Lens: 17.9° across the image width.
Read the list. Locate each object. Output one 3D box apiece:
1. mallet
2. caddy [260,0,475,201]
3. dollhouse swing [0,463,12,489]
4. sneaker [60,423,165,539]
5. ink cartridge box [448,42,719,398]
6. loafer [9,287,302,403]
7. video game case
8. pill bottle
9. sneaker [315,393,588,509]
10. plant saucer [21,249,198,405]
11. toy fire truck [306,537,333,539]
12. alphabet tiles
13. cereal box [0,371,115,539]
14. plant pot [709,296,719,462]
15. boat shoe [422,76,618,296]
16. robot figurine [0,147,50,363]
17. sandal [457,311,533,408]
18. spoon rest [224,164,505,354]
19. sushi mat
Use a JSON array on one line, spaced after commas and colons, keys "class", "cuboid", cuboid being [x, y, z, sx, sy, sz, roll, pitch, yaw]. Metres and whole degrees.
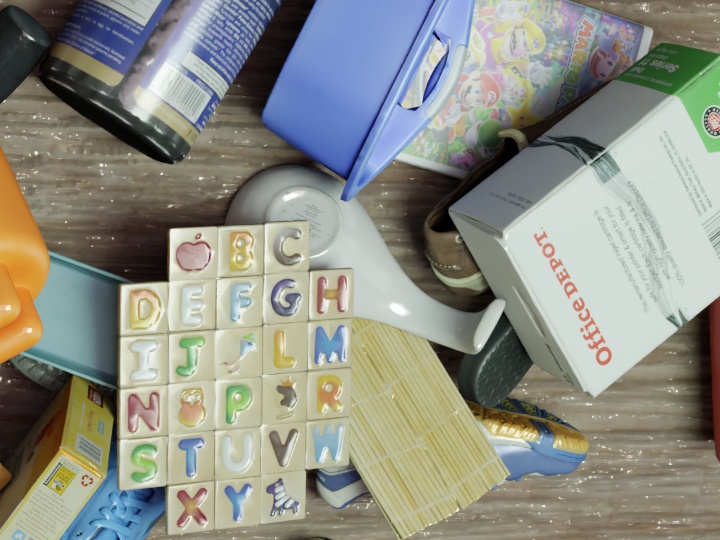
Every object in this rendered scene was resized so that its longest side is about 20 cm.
[{"class": "mallet", "cuboid": [-0.256, -0.151, 1.384, 0.066, 0.200, 0.041, -43, 68, 7]}, {"class": "caddy", "cuboid": [0.016, -0.144, 1.504, 0.105, 0.141, 0.201, 27, 91, 1]}, {"class": "dollhouse swing", "cuboid": [-0.366, 0.129, 1.394, 0.200, 0.181, 0.176, 48, 61, -21]}, {"class": "sneaker", "cuboid": [-0.167, 0.170, 1.521, 0.066, 0.078, 0.200, 43, 79, -19]}, {"class": "ink cartridge box", "cuboid": [0.179, -0.035, 1.532, 0.200, 0.083, 0.147, -37, 116, -14]}, {"class": "loafer", "cuboid": [-0.140, 0.053, 1.521, 0.199, 0.070, 0.076, 10, 92, -6]}, {"class": "video game case", "cuboid": [0.103, -0.130, 1.620, 0.199, 0.018, 0.144, 15, 91, -23]}, {"class": "pill bottle", "cuboid": [-0.112, -0.179, 1.476, 0.112, 0.112, 0.200, 34, 84, -22]}, {"class": "sneaker", "cuboid": [0.061, 0.135, 1.616, 0.199, 0.075, 0.089, 7, 102, -13]}, {"class": "plant saucer", "cuboid": [-0.207, 0.021, 1.473, 0.199, 0.019, 0.070, 20, 89, 4]}, {"class": "toy fire truck", "cuboid": [-0.065, 0.306, 1.565, 0.199, 0.129, 0.177, -25, 106, -5]}, {"class": "alphabet tiles", "cuboid": [-0.079, 0.069, 1.477, 0.166, 0.006, 0.201, -3, 100, -27]}, {"class": "cereal box", "cuboid": [-0.227, 0.170, 1.431, 0.039, 0.144, 0.200, 36, 100, -13]}, {"class": "plant pot", "cuboid": [0.339, 0.035, 1.653, 0.200, 0.200, 0.178, -14, 93, -20]}, {"class": "boat shoe", "cuboid": [0.125, -0.070, 1.576, 0.202, 0.075, 0.075, -45, 137, -11]}, {"class": "robot figurine", "cuboid": [-0.260, -0.034, 1.378, 0.144, 0.200, 0.117, 1, 142, -44]}, {"class": "sandal", "cuboid": [0.126, 0.008, 1.610, 0.200, 0.048, 0.075, -46, 143, -23]}, {"class": "spoon rest", "cuboid": [0.000, 0.000, 1.552, 0.200, 0.061, 0.100, 29, 71, 7]}, {"class": "sushi mat", "cuboid": [0.015, 0.080, 1.558, 0.095, 0.012, 0.200, -26, 77, -27]}]
